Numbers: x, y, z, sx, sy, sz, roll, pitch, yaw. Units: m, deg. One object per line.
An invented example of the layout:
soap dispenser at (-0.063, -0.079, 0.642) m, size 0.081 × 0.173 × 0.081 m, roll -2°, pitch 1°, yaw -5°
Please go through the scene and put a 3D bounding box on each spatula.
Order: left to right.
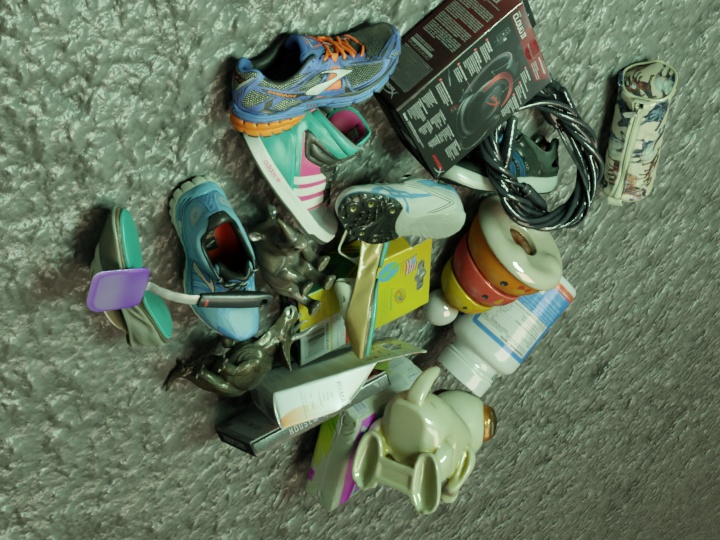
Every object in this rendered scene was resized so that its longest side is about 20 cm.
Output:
spatula at (-0.181, 0.026, 1.239) m, size 0.197 × 0.021 × 0.057 m, roll 6°, pitch 130°, yaw -25°

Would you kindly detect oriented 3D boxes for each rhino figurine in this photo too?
rhino figurine at (-0.081, -0.016, 1.339) m, size 0.060 × 0.087 × 0.200 m, roll -52°, pitch 166°, yaw -13°

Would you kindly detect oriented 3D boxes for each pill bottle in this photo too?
pill bottle at (0.199, 0.072, 1.696) m, size 0.201 × 0.112 × 0.112 m, roll -50°, pitch 145°, yaw 2°

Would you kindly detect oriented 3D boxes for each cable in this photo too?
cable at (0.223, -0.132, 1.478) m, size 0.163 × 0.050 × 0.202 m, roll -41°, pitch 115°, yaw -30°

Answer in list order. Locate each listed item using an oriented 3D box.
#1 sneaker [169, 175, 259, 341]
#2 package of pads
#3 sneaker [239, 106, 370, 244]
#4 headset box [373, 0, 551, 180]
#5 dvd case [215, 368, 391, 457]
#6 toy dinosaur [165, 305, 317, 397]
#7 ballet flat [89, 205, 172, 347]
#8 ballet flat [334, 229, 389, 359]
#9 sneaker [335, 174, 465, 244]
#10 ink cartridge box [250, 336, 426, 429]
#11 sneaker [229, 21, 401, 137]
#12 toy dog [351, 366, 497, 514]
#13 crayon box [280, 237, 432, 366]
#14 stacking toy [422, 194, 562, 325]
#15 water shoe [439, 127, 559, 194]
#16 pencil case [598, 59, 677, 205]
sneaker at (-0.148, 0.003, 1.296) m, size 0.078 × 0.090 × 0.202 m, roll -28°, pitch 130°, yaw -17°
package of pads at (0.008, 0.226, 1.711) m, size 0.154 × 0.068 × 0.202 m, roll -29°, pitch 147°, yaw -41°
sneaker at (-0.038, -0.117, 1.312) m, size 0.120 × 0.084 × 0.200 m, roll -31°, pitch 144°, yaw 3°
headset box at (0.118, -0.221, 1.348) m, size 0.199 × 0.075 × 0.149 m, roll -41°, pitch 146°, yaw -1°
dvd case at (-0.075, 0.174, 1.553) m, size 0.198 × 0.150 × 0.025 m, roll -26°, pitch 100°, yaw -21°
toy dinosaur at (-0.149, 0.116, 1.415) m, size 0.199 × 0.078 × 0.102 m, roll -39°, pitch 134°, yaw 25°
ballet flat at (-0.249, 0.014, 1.267) m, size 0.062 × 0.068 × 0.202 m, roll -6°, pitch 139°, yaw 5°
ballet flat at (0.000, 0.000, 1.432) m, size 0.069 × 0.062 × 0.204 m, roll 59°, pitch 42°, yaw -88°
sneaker at (0.039, -0.074, 1.361) m, size 0.198 × 0.073 × 0.072 m, roll 2°, pitch 138°, yaw -48°
ink cartridge box at (-0.029, 0.135, 1.505) m, size 0.197 × 0.162 × 0.051 m, roll -13°, pitch 96°, yaw -15°
sneaker at (-0.043, -0.204, 1.218) m, size 0.198 × 0.075 × 0.079 m, roll -29°, pitch 141°, yaw -20°
toy dog at (0.097, 0.219, 1.657) m, size 0.199 × 0.138 × 0.198 m, roll -5°, pitch 99°, yaw -57°
crayon box at (-0.004, 0.025, 1.520) m, size 0.198 × 0.051 × 0.128 m, roll -24°, pitch 142°, yaw -22°
stacking toy at (0.158, 0.010, 1.621) m, size 0.145 × 0.148 × 0.200 m, roll 4°, pitch 142°, yaw -46°
water shoe at (0.168, -0.141, 1.511) m, size 0.198 × 0.071 × 0.080 m, roll -1°, pitch 102°, yaw -41°
pencil case at (0.368, -0.180, 1.628) m, size 0.089 × 0.077 × 0.202 m, roll -44°, pitch 151°, yaw -33°
